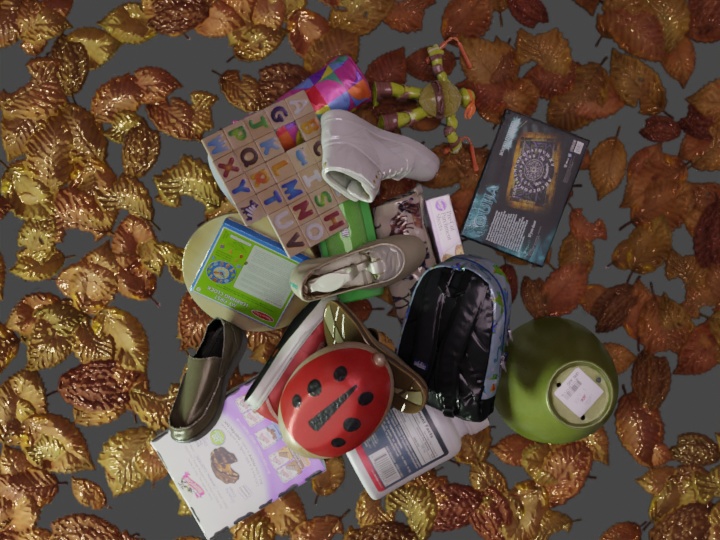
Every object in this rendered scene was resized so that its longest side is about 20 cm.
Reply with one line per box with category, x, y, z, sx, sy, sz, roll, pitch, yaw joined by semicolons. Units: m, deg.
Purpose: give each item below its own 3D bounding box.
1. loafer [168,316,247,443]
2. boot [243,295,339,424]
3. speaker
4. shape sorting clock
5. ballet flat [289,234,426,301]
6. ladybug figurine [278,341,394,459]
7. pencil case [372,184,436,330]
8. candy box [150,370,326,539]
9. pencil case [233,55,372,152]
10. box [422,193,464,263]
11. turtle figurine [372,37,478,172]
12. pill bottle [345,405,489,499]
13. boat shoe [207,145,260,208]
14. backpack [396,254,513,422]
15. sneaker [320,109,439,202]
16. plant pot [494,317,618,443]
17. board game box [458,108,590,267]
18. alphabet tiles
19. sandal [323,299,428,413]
loafer;-0.226;0.150;1.670;0.075;0.070;0.201;-2;51;27
boot;-0.054;0.142;1.672;0.144;0.072;0.201;34;79;-11
speaker;-0.023;-0.056;1.708;0.088;0.088;0.202;-13;91;-1
shape sorting clock;-0.157;0.002;1.691;0.198;0.039;0.201;1;119;3
ballet flat;0.000;0.000;1.634;0.198;0.069;0.070;-17;91;-4
ladybug figurine;-0.037;0.178;1.566;0.136;0.072;0.200;42;115;2
pencil case;0.076;-0.017;1.712;0.089;0.078;0.202;-14;91;19
candy box;-0.176;0.264;1.712;0.199;0.072;0.169;-30;91;-2
pencil case;-0.080;-0.233;1.708;0.199;0.088;0.089;-32;91;-2
box;0.135;-0.011;1.734;0.041;0.039;0.202;-14;91;-3
turtle figurine;0.103;-0.234;1.707;0.160;0.064;0.202;-10;93;-12
pill bottle;0.078;0.231;1.695;0.199;0.120;0.120;-29;91;-2
boat shoe;-0.132;-0.117;1.689;0.202;0.074;0.086;51;55;-16
backpack;0.132;0.078;1.605;0.162;0.154;0.202;16;120;29
sneaker;0.026;-0.137;1.662;0.199;0.074;0.116;19;58;-29
plant pot;0.287;0.164;1.659;0.185;0.200;0.189;0;91;-1
board game box;0.241;-0.122;1.741;0.134;0.028;0.201;21;90;-1
alphabet tiles;-0.103;-0.128;1.640;0.166;0.008;0.201;-29;92;-18
sandal;0.024;0.116;1.603;0.200;0.054;0.081;39;128;24
